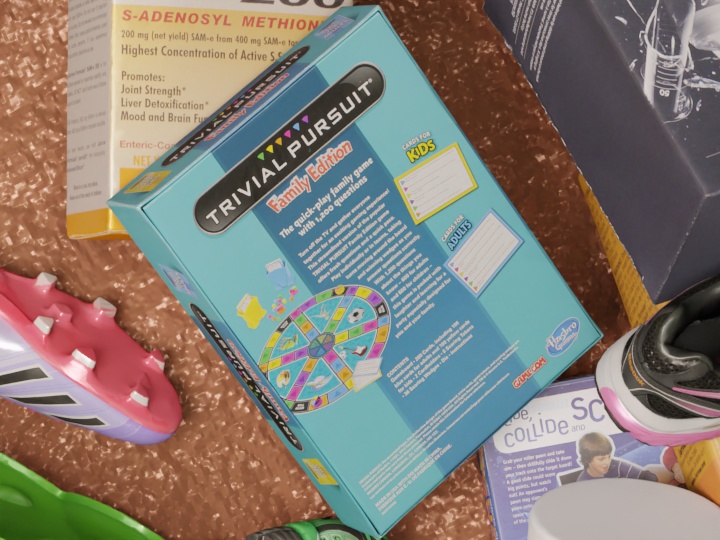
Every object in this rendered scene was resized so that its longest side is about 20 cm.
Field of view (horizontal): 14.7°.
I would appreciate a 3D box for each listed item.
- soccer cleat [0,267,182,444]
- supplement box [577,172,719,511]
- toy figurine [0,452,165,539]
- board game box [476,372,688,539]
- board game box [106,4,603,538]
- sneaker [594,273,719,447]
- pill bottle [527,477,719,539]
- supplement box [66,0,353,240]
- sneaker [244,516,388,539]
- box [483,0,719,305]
[{"bbox_3d":[-0.182,0.035,1.366,0.200,0.067,0.076,31,117,-8],"label":"soccer cleat"},{"bbox_3d":[0.169,0.021,1.356,0.067,0.069,0.200,-15,69,-9],"label":"supplement box"},{"bbox_3d":[-0.197,0.185,1.309,0.200,0.150,0.184,25,99,-44],"label":"toy figurine"},{"bbox_3d":[0.163,0.110,1.395,0.200,0.034,0.135,-9,88,-5],"label":"board game box"},{"bbox_3d":[0.000,0.000,1.317,0.151,0.047,0.200,-41,109,-16],"label":"board game box"},{"bbox_3d":[0.210,0.023,1.277,0.200,0.086,0.080,-23,74,-15],"label":"sneaker"},{"bbox_3d":[0.119,0.207,1.319,0.113,0.113,0.200,1,110,-4],"label":"pill bottle"},{"bbox_3d":[-0.072,-0.114,1.351,0.126,0.074,0.200,1,88,-22],"label":"supplement box"},{"bbox_3d":[-0.001,0.216,1.359,0.085,0.078,0.200,-14,102,-34],"label":"sneaker"},{"bbox_3d":[0.192,-0.110,1.321,0.200,0.104,0.182,-20,67,-19],"label":"box"}]
